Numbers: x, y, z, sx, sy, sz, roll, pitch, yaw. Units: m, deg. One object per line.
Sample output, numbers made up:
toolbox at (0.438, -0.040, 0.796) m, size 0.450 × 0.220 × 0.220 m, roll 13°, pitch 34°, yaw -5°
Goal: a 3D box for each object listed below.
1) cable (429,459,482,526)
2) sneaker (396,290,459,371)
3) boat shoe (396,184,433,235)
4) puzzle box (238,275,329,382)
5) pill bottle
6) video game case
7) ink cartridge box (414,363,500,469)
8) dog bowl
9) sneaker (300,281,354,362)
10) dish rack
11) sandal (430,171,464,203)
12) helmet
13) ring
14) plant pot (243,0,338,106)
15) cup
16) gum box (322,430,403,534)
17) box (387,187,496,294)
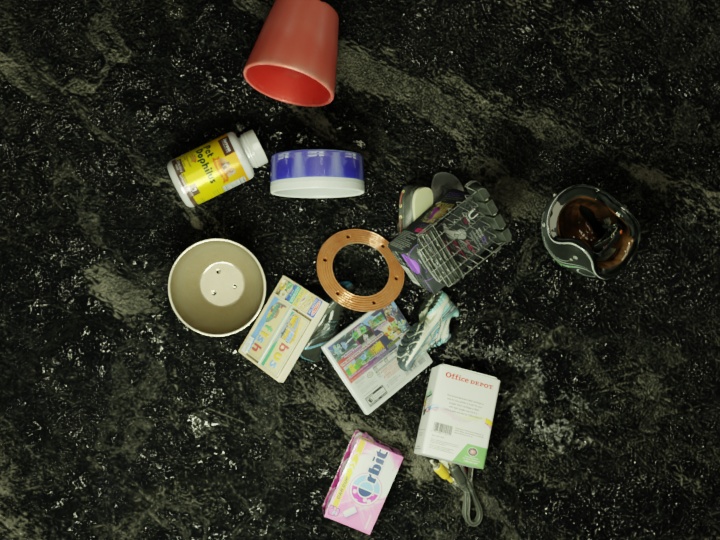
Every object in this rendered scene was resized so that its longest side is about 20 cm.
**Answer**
cable at (0.238, 0.488, 1.786) m, size 0.097 × 0.050 × 0.201 m, roll -33°, pitch 108°, yaw -21°
sneaker at (0.157, 0.145, 1.723) m, size 0.086 × 0.078 × 0.201 m, roll 38°, pitch 73°, yaw -17°
boat shoe at (0.120, -0.091, 1.734) m, size 0.073 × 0.063 × 0.203 m, roll -8°, pitch 108°, yaw -36°
puzzle box at (-0.169, 0.126, 1.690) m, size 0.133 × 0.025 × 0.201 m, roll 29°, pitch 89°, yaw 31°
pill bottle at (-0.303, -0.224, 1.659) m, size 0.199 × 0.109 × 0.110 m, roll -27°, pitch 94°, yaw -4°
video game case at (0.039, 0.187, 1.725) m, size 0.200 × 0.023 × 0.183 m, roll -35°, pitch 96°, yaw -20°
ink cartridge box at (0.215, 0.324, 1.723) m, size 0.144 × 0.084 × 0.201 m, roll 15°, pitch 76°, yaw -6°
dog bowl at (-0.091, -0.202, 1.636) m, size 0.198 × 0.200 × 0.079 m, roll -1°, pitch 89°, yaw -6°
sneaker at (-0.074, 0.113, 1.724) m, size 0.082 × 0.073 × 0.200 m, roll 39°, pitch 92°, yaw -24°
dish rack at (0.208, -0.070, 1.594) m, size 0.200 × 0.055 × 0.154 m, roll -38°, pitch 112°, yaw -8°
sandal at (0.211, -0.128, 1.747) m, size 0.076 × 0.043 × 0.202 m, roll -15°, pitch 94°, yaw -5°
helmet at (0.494, -0.088, 1.705) m, size 0.199 × 0.191 × 0.201 m, roll -19°, pitch 127°, yaw -27°
ring at (0.000, 0.000, 1.705) m, size 0.199 × 0.019 × 0.202 m, roll 6°, pitch 62°, yaw -12°
plant pot at (-0.132, -0.469, 1.635) m, size 0.199 × 0.200 × 0.179 m, roll 14°, pitch 81°, yaw -6°
cup at (-0.300, 0.032, 1.652) m, size 0.199 × 0.143 × 0.202 m, roll 0°, pitch 92°, yaw -6°
gum box at (0.006, 0.470, 1.737) m, size 0.113 × 0.066 × 0.201 m, roll 24°, pitch 89°, yaw -8°
box at (0.179, -0.065, 1.670) m, size 0.200 × 0.106 × 0.123 m, roll -40°, pitch 114°, yaw -9°
